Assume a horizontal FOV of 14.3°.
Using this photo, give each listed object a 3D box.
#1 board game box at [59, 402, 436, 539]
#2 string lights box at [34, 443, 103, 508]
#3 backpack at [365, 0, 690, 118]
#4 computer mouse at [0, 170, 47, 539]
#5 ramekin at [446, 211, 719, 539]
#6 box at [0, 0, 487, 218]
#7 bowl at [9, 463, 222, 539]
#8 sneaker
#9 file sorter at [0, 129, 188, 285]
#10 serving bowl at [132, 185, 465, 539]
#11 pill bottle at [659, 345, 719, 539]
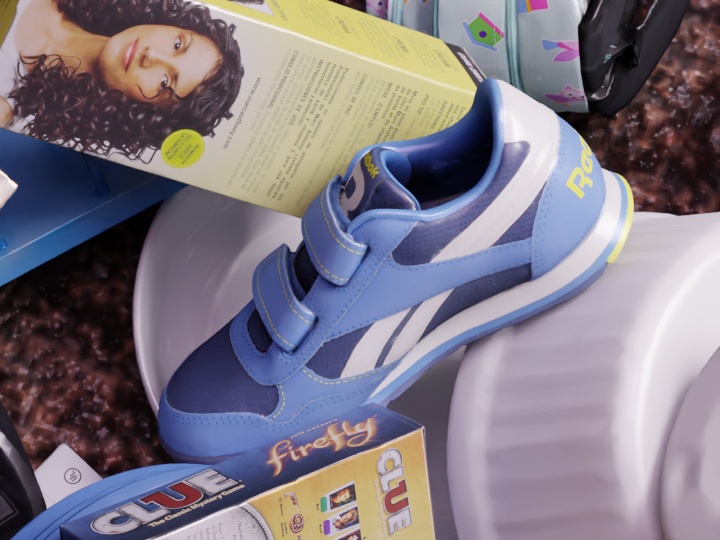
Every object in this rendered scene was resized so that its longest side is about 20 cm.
[{"bbox_3d":[-0.029,0.163,1.033,0.135,0.201,0.035,-20,25,-31],"label":"board game box"},{"bbox_3d":[-0.147,0.175,1.093,0.103,0.059,0.200,42,70,13],"label":"string lights box"},{"bbox_3d":[0.073,-0.161,1.211,0.126,0.167,0.201,4,69,18],"label":"backpack"},{"bbox_3d":[-0.165,0.015,1.059,0.140,0.046,0.200,-38,101,18],"label":"computer mouse"},{"bbox_3d":[0.140,0.071,1.090,0.199,0.098,0.202,6,79,-32],"label":"ramekin"},{"bbox_3d":[-0.050,-0.070,1.074,0.199,0.076,0.050,15,25,-30],"label":"box"},{"bbox_3d":[-0.074,0.165,1.047,0.201,0.201,0.039,-43,35,-19],"label":"bowl"},{"bbox_3d":[0.000,0.000,1.067,0.199,0.082,0.074,-34,36,7],"label":"sneaker"},{"bbox_3d":[-0.140,-0.097,1.141,0.199,0.123,0.139,-29,42,-12],"label":"file sorter"},{"bbox_3d":[0.007,0.028,1.162,0.199,0.066,0.201,2,68,-4],"label":"serving bowl"},{"bbox_3d":[0.211,0.098,1.006,0.199,0.114,0.115,30,64,-26],"label":"pill bottle"}]
